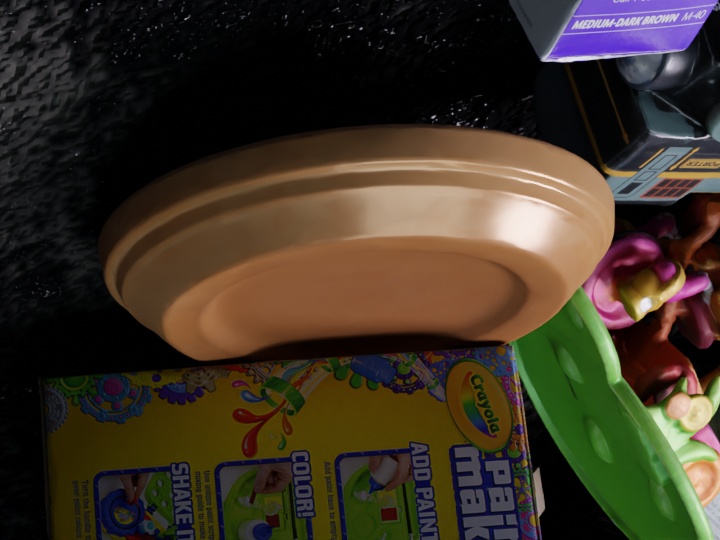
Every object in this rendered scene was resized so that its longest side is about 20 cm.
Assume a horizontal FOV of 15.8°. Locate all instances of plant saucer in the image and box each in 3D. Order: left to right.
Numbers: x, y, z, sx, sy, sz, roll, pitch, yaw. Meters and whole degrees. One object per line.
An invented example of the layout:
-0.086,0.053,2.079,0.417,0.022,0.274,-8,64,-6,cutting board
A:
0.000,0.000,0.995,0.200,0.038,0.200,-5,159,-2,plant saucer

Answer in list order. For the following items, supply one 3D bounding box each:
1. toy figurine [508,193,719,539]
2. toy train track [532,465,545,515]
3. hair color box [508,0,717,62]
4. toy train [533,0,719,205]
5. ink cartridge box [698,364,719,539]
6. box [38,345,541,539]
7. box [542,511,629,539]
0.173,0.011,1.155,0.184,0.150,0.200,-34,128,-11,toy figurine
0.018,0.139,1.247,0.200,0.115,0.033,-20,-161,-35,toy train track
0.095,-0.169,0.778,0.065,0.109,0.200,-8,147,-28,hair color box
0.164,-0.073,1.026,0.200,0.085,0.114,-2,156,-38,toy train
0.257,0.089,1.278,0.200,0.088,0.145,-38,113,25,ink cartridge box
-0.032,0.128,1.091,0.192,0.122,0.200,-4,155,-5,box
0.109,0.245,1.319,0.198,0.123,0.200,-9,116,-65,box
